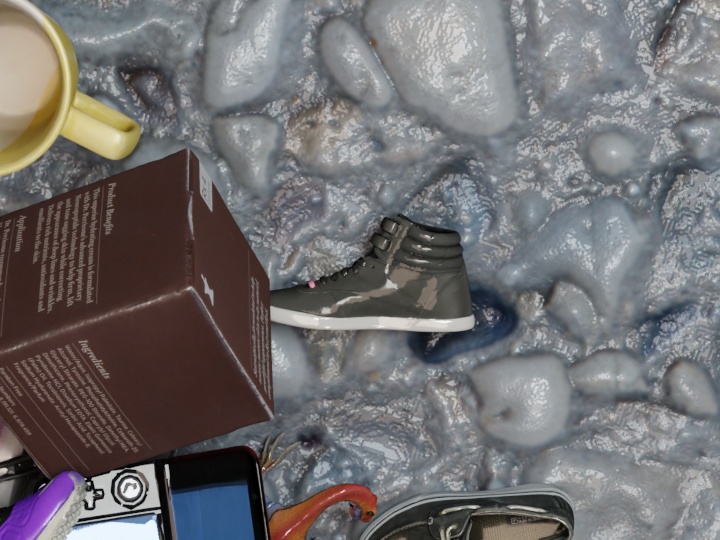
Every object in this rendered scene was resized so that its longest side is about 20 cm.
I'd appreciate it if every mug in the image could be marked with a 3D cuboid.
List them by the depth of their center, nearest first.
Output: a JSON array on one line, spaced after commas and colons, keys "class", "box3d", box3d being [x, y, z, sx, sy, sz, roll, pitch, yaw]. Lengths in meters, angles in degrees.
[{"class": "mug", "box3d": [-0.288, -0.145, 1.408, 0.149, 0.153, 0.187, -31, 98, 6]}]

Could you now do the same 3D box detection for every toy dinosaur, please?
[{"class": "toy dinosaur", "box3d": [-0.072, 0.245, 1.476, 0.181, 0.201, 0.105, -27, 118, 33]}]

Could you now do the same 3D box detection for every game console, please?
[{"class": "game console", "box3d": [-0.163, 0.252, 1.370, 0.171, 0.119, 0.202, -6, 83, -18]}]

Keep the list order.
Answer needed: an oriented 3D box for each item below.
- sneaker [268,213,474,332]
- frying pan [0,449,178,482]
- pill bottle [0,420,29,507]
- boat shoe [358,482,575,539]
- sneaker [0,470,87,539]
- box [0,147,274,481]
[{"class": "sneaker", "box3d": [0.000, 0.000, 1.472, 0.198, 0.071, 0.100, 0, 97, -3]}, {"class": "frying pan", "box3d": [-0.228, 0.136, 1.463, 0.189, 0.031, 0.116, 15, 80, -41]}, {"class": "pill bottle", "box3d": [-0.384, 0.138, 1.479, 0.198, 0.112, 0.113, 16, 100, -2]}, {"class": "boat shoe", "box3d": [0.092, 0.231, 1.504, 0.198, 0.071, 0.073, -16, 99, 5]}, {"class": "sneaker", "box3d": [-0.307, 0.219, 1.351, 0.099, 0.070, 0.200, 43, 91, 3]}, {"class": "box", "box3d": [-0.191, 0.040, 1.369, 0.199, 0.167, 0.165, -18, 132, 12]}]
